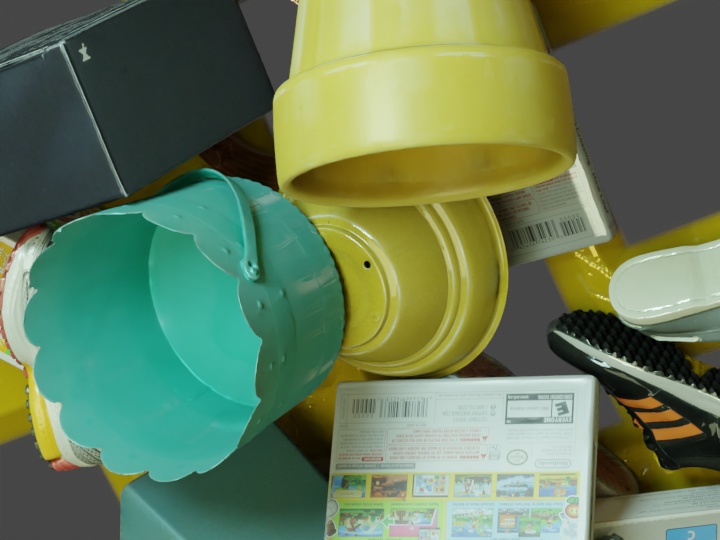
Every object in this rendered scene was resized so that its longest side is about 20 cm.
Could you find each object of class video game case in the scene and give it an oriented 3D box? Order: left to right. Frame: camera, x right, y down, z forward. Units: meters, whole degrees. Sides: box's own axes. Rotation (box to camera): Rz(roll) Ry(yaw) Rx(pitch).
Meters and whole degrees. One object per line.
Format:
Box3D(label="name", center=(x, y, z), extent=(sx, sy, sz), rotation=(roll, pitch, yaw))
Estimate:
Box3D(label="video game case", center=(0.068, -0.084, 1.706), extent=(0.199, 0.022, 0.183), rotation=(-15, 105, 27))
Box3D(label="video game case", center=(0.071, 0.167, 1.668), extent=(0.199, 0.023, 0.183), rotation=(-2, 70, 19))

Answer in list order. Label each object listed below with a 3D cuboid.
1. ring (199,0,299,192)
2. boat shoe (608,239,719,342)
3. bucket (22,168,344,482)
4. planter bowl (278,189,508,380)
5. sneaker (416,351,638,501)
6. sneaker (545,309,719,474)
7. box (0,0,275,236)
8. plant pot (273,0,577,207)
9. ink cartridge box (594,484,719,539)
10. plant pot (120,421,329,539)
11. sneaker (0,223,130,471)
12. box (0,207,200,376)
Box3D(label="ring", center=(-0.073, -0.145, 1.718), extent=(0.199, 0.019, 0.202), rotation=(15, 120, 27))
Box3D(label="boat shoe", center=(0.280, 0.014, 1.652), extent=(0.199, 0.073, 0.062), rotation=(-7, 152, 17))
Box3D(label="bucket", center=(-0.119, 0.034, 1.623), extent=(0.206, 0.135, 0.208), rotation=(11, 112, 29))
Box3D(label="planter bowl", center=(0.000, 0.000, 1.670), extent=(0.199, 0.083, 0.202), rotation=(13, 116, 29))
Box3D(label="sneaker", center=(0.109, 0.134, 1.750), extent=(0.200, 0.071, 0.080), rotation=(39, 115, 1))
Box3D(label="sneaker", center=(0.219, 0.103, 1.695), extent=(0.199, 0.070, 0.090), rotation=(23, 115, 9))
Box3D(label="box", center=(-0.202, -0.116, 1.675), extent=(0.198, 0.200, 0.124), rotation=(-15, 103, 38))
Box3D(label="plant pot", center=(0.035, -0.153, 1.540), extent=(0.200, 0.201, 0.190), rotation=(-10, 80, 25))
Box3D(label="ink cartridge box", center=(0.184, 0.255, 1.729), extent=(0.199, 0.045, 0.177), rotation=(-6, 112, -8))
Box3D(label="plant pot", center=(-0.067, 0.240, 1.767), extent=(0.200, 0.141, 0.142), rotation=(40, 141, 30))
Box3D(label="sneaker", center=(-0.209, 0.053, 1.719), extent=(0.082, 0.078, 0.201), rotation=(-5, 119, 18))
Box3D(label="box", center=(-0.197, 0.033, 1.805), extent=(0.199, 0.113, 0.102), rotation=(27, 118, 7))
